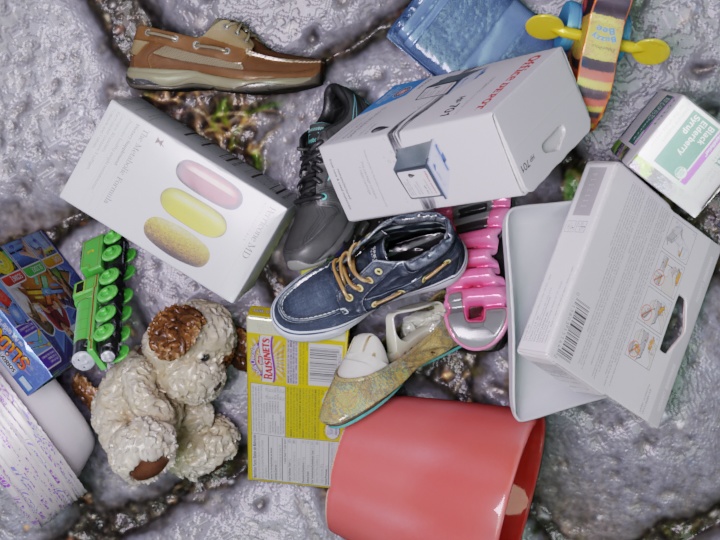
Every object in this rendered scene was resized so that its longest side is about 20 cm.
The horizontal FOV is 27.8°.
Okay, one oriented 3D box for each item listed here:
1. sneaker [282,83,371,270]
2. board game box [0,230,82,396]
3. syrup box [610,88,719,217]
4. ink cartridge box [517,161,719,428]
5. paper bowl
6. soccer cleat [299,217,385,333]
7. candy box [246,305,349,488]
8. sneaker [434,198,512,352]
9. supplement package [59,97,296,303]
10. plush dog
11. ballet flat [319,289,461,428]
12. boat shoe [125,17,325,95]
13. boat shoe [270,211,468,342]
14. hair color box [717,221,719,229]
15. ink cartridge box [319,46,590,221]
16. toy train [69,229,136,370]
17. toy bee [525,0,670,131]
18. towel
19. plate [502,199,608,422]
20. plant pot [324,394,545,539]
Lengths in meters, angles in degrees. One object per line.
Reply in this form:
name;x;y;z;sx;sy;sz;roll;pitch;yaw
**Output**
sneaker;-0.037;-0.090;1.390;0.075;0.201;0.079;-9;137;40
board game box;-0.317;0.036;1.419;0.034;0.200;0.136;-38;92;13
syrup box;0.290;-0.112;1.333;0.081;0.200;0.079;38;100;0
ink cartridge box;0.249;0.025;1.382;0.176;0.045;0.201;33;73;-35
paper bowl;-0.341;0.148;1.442;0.104;0.201;0.201;-37;92;-15
soccer cleat;-0.037;0.010;1.465;0.084;0.064;0.201;39;113;38
candy box;-0.063;0.130;1.456;0.101;0.026;0.201;7;120;8
sneaker;0.121;-0.011;1.431;0.078;0.095;0.201;-3;73;21
supplement package;-0.173;-0.072;1.435;0.199;0.110;0.114;31;100;2
plush dog;-0.186;0.103;1.436;0.160;0.200;0.172;41;98;21
ballet flat;0.028;0.079;1.409;0.199;0.071;0.071;-31;94;-32
boat shoe;-0.135;-0.212;1.432;0.198;0.076;0.074;3;95;5
boat shoe;0.000;0.000;1.356;0.199;0.091;0.071;-22;67;4
hair color box;0.444;-0.093;1.390;0.099;0.061;0.201;35;99;1
ink cartridge box;0.087;-0.122;1.328;0.199;0.146;0.086;-9;114;40
toy train;-0.254;0.028;1.424;0.056;0.201;0.042;-22;125;10
toy bee;0.216;-0.236;1.342;0.130;0.109;0.201;-10;85;-9
towel;0.134;-0.208;1.412;0.200;0.049;0.112;40;91;-2
plate;0.203;0.029;1.394;0.032;0.199;0.201;6;102;49
plant pot;0.071;0.209;1.414;0.176;0.200;0.202;15;99;15
